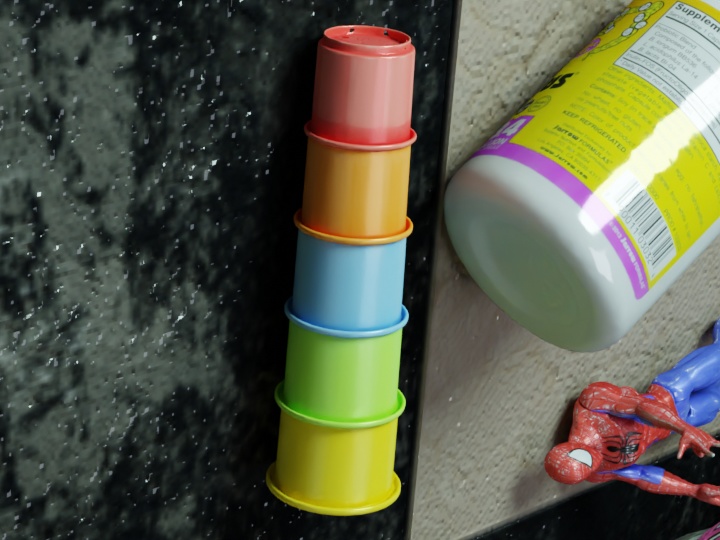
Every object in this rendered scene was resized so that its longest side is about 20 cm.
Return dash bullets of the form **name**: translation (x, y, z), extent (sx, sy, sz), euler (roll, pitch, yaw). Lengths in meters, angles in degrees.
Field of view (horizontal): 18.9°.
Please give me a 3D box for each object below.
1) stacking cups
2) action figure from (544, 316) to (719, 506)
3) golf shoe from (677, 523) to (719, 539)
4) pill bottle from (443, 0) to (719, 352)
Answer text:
- **stacking cups**: translation (0.000, 0.000, 0.907), extent (0.060, 0.060, 0.202), euler (-11, 116, -42)
- **action figure**: translation (0.183, 0.076, 1.111), extent (0.199, 0.099, 0.066), euler (-22, 128, -34)
- **golf shoe**: translation (0.195, 0.170, 1.132), extent (0.200, 0.072, 0.092), euler (-49, -175, 18)
- **pill bottle**: translation (0.136, -0.063, 0.985), extent (0.200, 0.104, 0.105), euler (-43, 135, -23)
